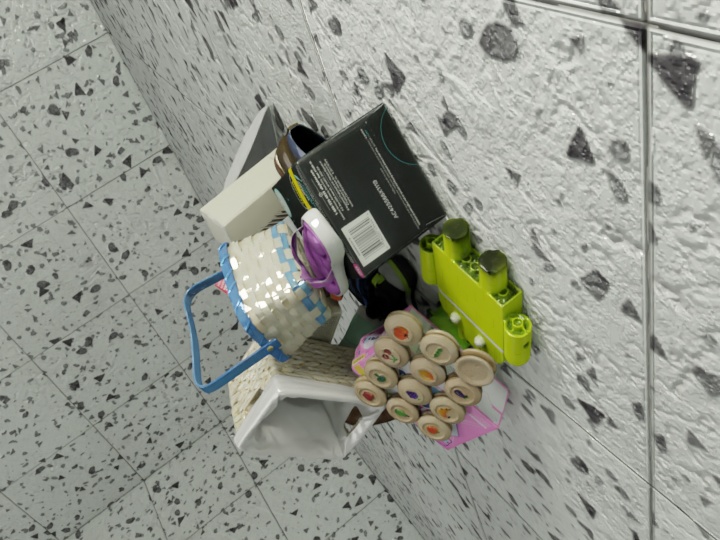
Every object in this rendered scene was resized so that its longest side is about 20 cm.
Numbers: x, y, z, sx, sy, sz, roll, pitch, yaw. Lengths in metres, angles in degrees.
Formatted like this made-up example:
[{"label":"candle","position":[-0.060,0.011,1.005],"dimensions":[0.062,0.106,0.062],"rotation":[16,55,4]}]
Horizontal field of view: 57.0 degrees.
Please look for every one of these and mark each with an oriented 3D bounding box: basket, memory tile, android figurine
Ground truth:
[{"label":"basket","position":[-0.145,0.049,0.882],"dimensions":[0.140,0.196,0.179],"rotation":[58,-173,-49]},{"label":"basket","position":[-0.084,0.183,0.976],"dimensions":[0.197,0.137,0.125],"rotation":[16,-147,-37]},{"label":"memory tile","position":[0.077,0.142,0.847],"dimensions":[0.151,0.017,0.202],"rotation":[27,137,5]},{"label":"android figurine","position":[0.134,0.035,0.776],"dimensions":[0.182,0.041,0.202],"rotation":[47,161,34]}]

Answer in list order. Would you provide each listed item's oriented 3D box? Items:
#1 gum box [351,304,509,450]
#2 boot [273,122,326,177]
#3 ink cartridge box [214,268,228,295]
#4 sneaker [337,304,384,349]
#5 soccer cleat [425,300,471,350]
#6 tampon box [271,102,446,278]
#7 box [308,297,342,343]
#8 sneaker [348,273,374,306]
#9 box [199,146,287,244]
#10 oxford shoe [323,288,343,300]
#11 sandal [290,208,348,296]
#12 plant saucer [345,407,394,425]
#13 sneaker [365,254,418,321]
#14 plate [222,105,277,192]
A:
[{"label":"gum box","position":[0.091,0.147,0.905],"dimensions":[0.199,0.067,0.113],"rotation":[41,137,-10]},{"label":"boot","position":[-0.051,-0.126,0.972],"dimensions":[0.200,0.075,0.097],"rotation":[44,158,3]},{"label":"ink cartridge box","position":[-0.132,0.020,1.169],"dimensions":[0.198,0.145,0.085],"rotation":[35,128,1]},{"label":"sneaker","position":[0.026,0.149,1.147],"dimensions":[0.200,0.119,0.073],"rotation":[37,180,-44]},{"label":"soccer cleat","position":[0.092,0.107,0.970],"dimensions":[0.082,0.067,0.200],"rotation":[50,151,-2]},{"label":"tampon box","position":[-0.011,-0.086,0.822],"dimensions":[0.152,0.125,0.200],"rotation":[57,166,-6]},{"label":"box","position":[-0.105,0.113,1.049],"dimensions":[0.079,0.093,0.203],"rotation":[63,142,42]},{"label":"sneaker","position":[0.000,0.000,1.092],"dimensions":[0.078,0.070,0.201],"rotation":[41,162,23]},{"label":"box","position":[-0.153,-0.120,1.065],"dimensions":[0.081,0.199,0.069],"rotation":[30,154,42]},{"label":"oxford shoe","position":[-0.054,-0.037,1.035],"dimensions":[0.202,0.070,0.073],"rotation":[-86,1,-52]},{"label":"sandal","position":[-0.055,-0.014,0.762],"dimensions":[0.083,0.049,0.203],"rotation":[52,168,16]},{"label":"plant saucer","position":[0.049,0.196,1.119],"dimensions":[0.202,0.196,0.033],"rotation":[75,171,-53]},{"label":"sneaker","position":[0.039,0.046,1.034],"dimensions":[0.072,0.082,0.202],"rotation":[48,164,28]},{"label":"plate","position":[-0.198,-0.161,1.194],"dimensions":[0.031,0.204,0.201],"rotation":[14,157,7]}]
